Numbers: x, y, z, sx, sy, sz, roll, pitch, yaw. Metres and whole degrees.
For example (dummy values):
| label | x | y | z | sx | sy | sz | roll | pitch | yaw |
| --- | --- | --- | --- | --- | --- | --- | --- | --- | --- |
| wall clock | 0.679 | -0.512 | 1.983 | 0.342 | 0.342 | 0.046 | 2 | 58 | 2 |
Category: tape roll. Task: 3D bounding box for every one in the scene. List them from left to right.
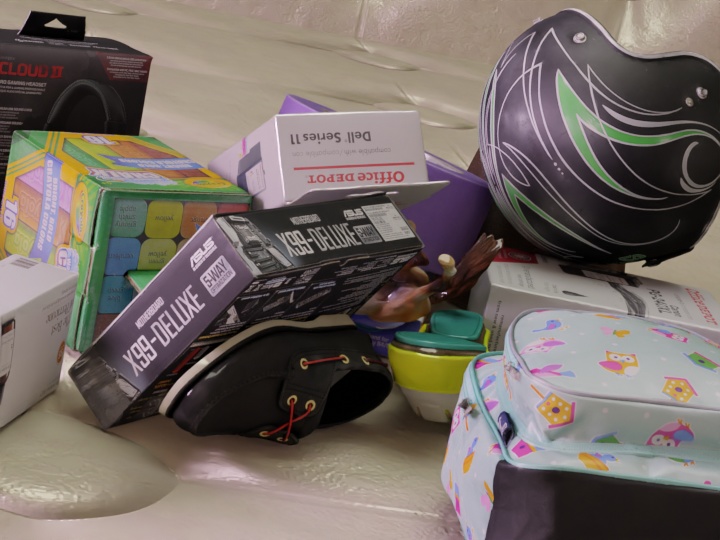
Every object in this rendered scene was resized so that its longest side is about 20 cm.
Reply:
| label | x | y | z | sx | sy | sz | roll | pitch | yaw |
| --- | --- | --- | --- | --- | --- | --- | --- | --- | --- |
| tape roll | 0.011 | -0.073 | 1.464 | 0.200 | 0.085 | 0.200 | 25 | 6 | -3 |

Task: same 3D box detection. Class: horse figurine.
| label | x | y | z | sx | sy | sz | roll | pitch | yaw |
| --- | --- | --- | --- | --- | --- | --- | --- | --- | --- |
| horse figurine | 0.000 | 0.000 | 1.249 | 0.199 | 0.050 | 0.133 | 6 | -25 | -2 |

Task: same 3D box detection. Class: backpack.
| label | x | y | z | sx | sy | sz | roll | pitch | yaw |
| --- | --- | --- | --- | --- | --- | --- | --- | --- | --- |
| backpack | 0.138 | 0.104 | 0.988 | 0.175 | 0.154 | 0.200 | 4 | 9 | -10 |

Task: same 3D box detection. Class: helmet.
| label | x | y | z | sx | sy | sz | roll | pitch | yaw |
| --- | --- | --- | --- | --- | --- | --- | --- | --- | --- |
| helmet | 0.189 | -0.106 | 1.391 | 0.190 | 0.200 | 0.200 | 10 | 15 | -13 |

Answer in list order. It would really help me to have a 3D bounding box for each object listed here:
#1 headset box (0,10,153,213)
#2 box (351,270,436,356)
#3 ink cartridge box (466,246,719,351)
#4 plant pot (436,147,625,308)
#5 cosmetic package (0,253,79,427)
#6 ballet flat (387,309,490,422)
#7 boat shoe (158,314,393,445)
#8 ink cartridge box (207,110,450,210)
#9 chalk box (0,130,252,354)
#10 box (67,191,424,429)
| label | x | y | z | sx | sy | sz | roll | pitch | yaw |
| --- | --- | --- | --- | --- | --- | --- | --- | --- | --- |
| headset box | -0.254 | -0.103 | 1.335 | 0.149 | 0.200 | 0.077 | 0 | 18 | -43 |
| box | -0.004 | 0.024 | 1.389 | 0.119 | 0.042 | 0.200 | 13 | 17 | 3 |
| ink cartridge box | 0.188 | 0.050 | 1.355 | 0.199 | 0.084 | 0.145 | 11 | 13 | -2 |
| plant pot | 0.169 | -0.068 | 1.555 | 0.186 | 0.200 | 0.187 | 12 | 15 | -3 |
| cosmetic package | -0.228 | 0.054 | 1.002 | 0.051 | 0.083 | 0.200 | 17 | 15 | 9 |
| ballet flat | 0.059 | 0.070 | 1.193 | 0.067 | 0.067 | 0.200 | 8 | 6 | 9 |
| boat shoe | -0.047 | 0.073 | 1.080 | 0.063 | 0.074 | 0.201 | 50 | 27 | 18 |
| ink cartridge box | -0.026 | -0.072 | 1.253 | 0.117 | 0.067 | 0.200 | -4 | -7 | -24 |
| chalk box | -0.165 | -0.016 | 1.227 | 0.124 | 0.124 | 0.200 | 1 | 17 | -37 |
| box | -0.069 | 0.023 | 1.102 | 0.050 | 0.158 | 0.200 | 54 | 30 | 15 |
